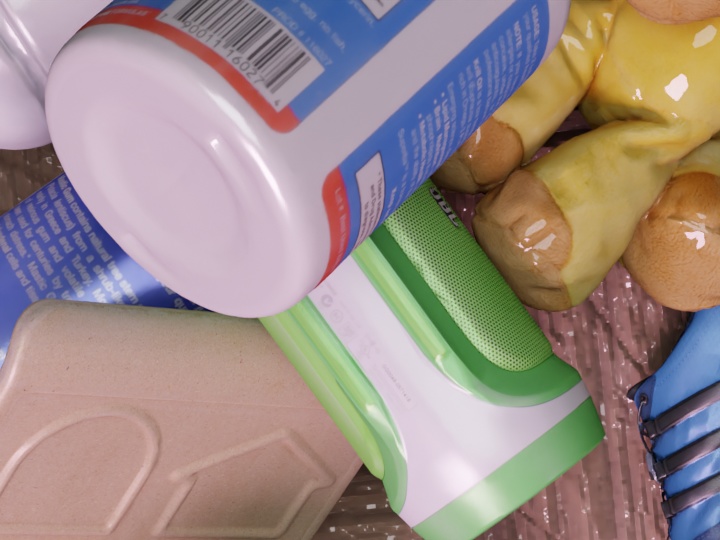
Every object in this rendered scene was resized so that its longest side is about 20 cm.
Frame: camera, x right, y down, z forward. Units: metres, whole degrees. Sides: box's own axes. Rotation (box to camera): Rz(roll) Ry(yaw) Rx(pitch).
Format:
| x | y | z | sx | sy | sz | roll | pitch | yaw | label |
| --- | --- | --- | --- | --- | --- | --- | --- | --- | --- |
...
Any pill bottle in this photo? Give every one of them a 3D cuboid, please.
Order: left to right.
| x | y | z | sx | sy | sz | roll | pitch | yaw | label |
| --- | --- | --- | --- | --- | --- | --- | --- | --- | --- |
| -0.090 | 0.011 | 1.108 | 0.200 | 0.112 | 0.112 | -34 | 89 | 0 | pill bottle |
| 0.000 | -0.085 | 0.936 | 0.112 | 0.112 | 0.200 | 46 | 58 | 1 | pill bottle |

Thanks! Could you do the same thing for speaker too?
| x | y | z | sx | sy | sz | roll | pitch | yaw | label |
| --- | --- | --- | --- | --- | --- | --- | --- | --- | --- |
| 0.000 | 0.000 | 1.016 | 0.088 | 0.088 | 0.200 | -36 | 87 | 0 | speaker |

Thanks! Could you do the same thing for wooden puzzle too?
| x | y | z | sx | sy | sz | roll | pitch | yaw | label |
| --- | --- | --- | --- | --- | --- | --- | --- | --- | --- |
| -0.097 | 0.093 | 1.069 | 0.046 | 0.185 | 0.200 | 50 | 121 | 38 | wooden puzzle |

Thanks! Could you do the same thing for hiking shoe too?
| x | y | z | sx | sy | sz | roll | pitch | yaw | label |
| --- | --- | --- | --- | --- | --- | --- | --- | --- | --- |
| 0.146 | 0.077 | 1.138 | 0.087 | 0.074 | 0.200 | 18 | 93 | 27 | hiking shoe |

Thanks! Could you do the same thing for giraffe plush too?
| x | y | z | sx | sy | sz | roll | pitch | yaw | label |
| --- | --- | --- | --- | --- | --- | --- | --- | --- | --- |
| 0.127 | -0.095 | 1.049 | 0.200 | 0.162 | 0.173 | -18 | 67 | -35 | giraffe plush |

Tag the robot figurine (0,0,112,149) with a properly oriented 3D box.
| x | y | z | sx | sy | sz | roll | pitch | yaw | label |
| --- | --- | --- | --- | --- | --- | --- | --- | --- | --- |
| -0.110 | -0.123 | 1.110 | 0.200 | 0.113 | 0.170 | -32 | 50 | 0 | robot figurine |
